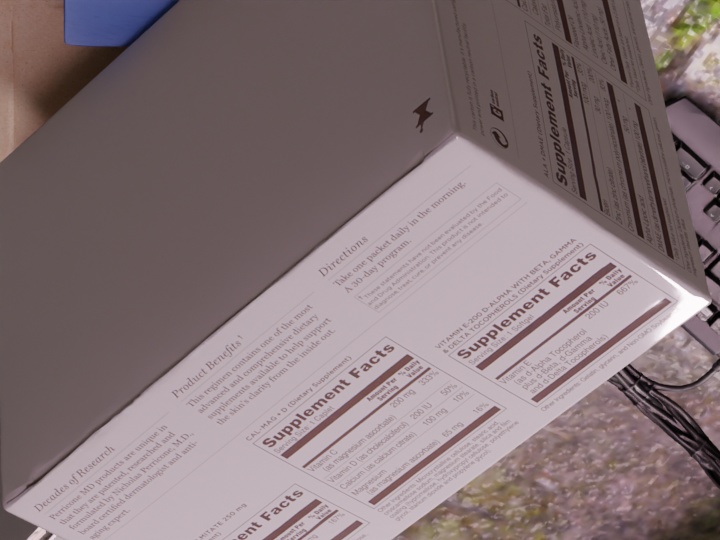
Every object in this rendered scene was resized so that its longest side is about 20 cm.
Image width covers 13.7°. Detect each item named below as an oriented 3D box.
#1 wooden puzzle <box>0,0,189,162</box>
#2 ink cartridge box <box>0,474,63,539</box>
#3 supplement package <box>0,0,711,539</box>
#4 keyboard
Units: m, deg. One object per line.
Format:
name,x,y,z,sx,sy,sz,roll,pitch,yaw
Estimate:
wooden puzzle,-0.034,-0.070,1.016,0.185,0.046,0.200,0,129,-5
ink cartridge box,-0.073,0.121,1.219,0.200,0.147,0.083,39,95,-30
supplement package,-0.011,-0.014,0.937,0.111,0.156,0.200,32,124,-33
keyboard,0.156,0.031,1.217,0.200,0.021,0.127,41,116,-6
